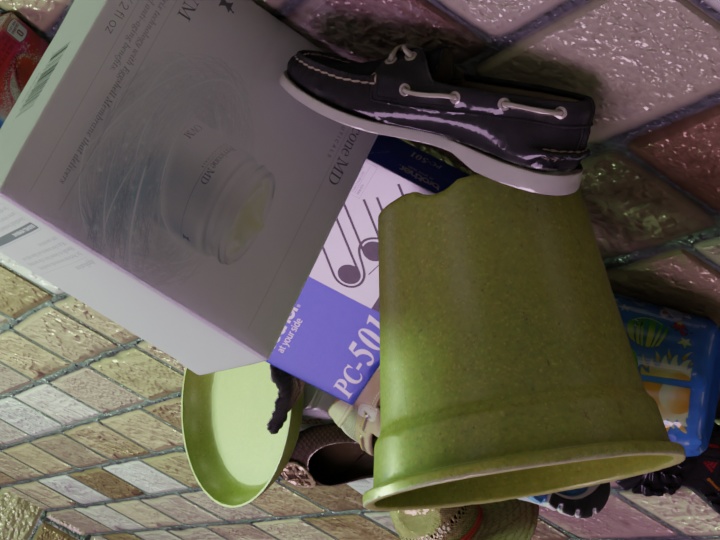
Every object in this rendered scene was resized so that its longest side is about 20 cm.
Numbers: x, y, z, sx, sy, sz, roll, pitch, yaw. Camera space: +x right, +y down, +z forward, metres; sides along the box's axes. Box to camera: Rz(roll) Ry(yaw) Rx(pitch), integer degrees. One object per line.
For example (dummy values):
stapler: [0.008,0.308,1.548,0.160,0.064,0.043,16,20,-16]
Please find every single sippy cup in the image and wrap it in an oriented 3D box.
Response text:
sippy cup: [0.188,0.076,1.216,0.130,0.178,0.140,7,119,18]

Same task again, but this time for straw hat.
straw hat: [0.077,0.254,1.741,0.201,0.201,0.085,-6,123,55]

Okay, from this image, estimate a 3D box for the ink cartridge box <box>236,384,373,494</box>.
ink cartridge box: [0.001,0.147,1.662,0.200,0.084,0.145,36,156,-28]

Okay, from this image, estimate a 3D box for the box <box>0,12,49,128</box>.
box: [-0.298,-0.084,1.274,0.100,0.200,0.095,0,146,50]

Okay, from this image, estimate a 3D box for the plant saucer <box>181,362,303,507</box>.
plant saucer: [-0.107,0.122,1.606,0.031,0.201,0.200,6,173,-34]

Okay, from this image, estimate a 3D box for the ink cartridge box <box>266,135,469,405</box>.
ink cartridge box: [0.000,0.000,1.207,0.094,0.044,0.200,27,127,-7]

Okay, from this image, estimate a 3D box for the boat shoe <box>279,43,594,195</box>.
boat shoe: [0.045,-0.105,1.022,0.200,0.060,0.074,23,-157,23]

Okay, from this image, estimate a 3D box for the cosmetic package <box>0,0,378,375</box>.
cosmetic package: [-0.118,-0.070,1.095,0.200,0.200,0.123,33,159,-21]

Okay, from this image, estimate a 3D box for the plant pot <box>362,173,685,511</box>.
plant pot: [0.088,0.042,1.062,0.200,0.185,0.200,-7,167,-2]

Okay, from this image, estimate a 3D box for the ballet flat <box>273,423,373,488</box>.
ballet flat: [0.005,0.170,1.553,0.200,0.046,0.067,-12,134,26]

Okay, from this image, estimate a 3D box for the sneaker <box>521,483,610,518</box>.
sneaker: [0.131,0.179,1.611,0.200,0.075,0.087,30,165,-10]

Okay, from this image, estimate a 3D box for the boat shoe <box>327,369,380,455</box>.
boat shoe: [0.025,0.105,1.420,0.065,0.072,0.200,53,156,10]

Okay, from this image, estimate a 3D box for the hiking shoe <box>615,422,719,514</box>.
hiking shoe: [0.269,0.137,1.357,0.200,0.076,0.101,18,-153,-31]

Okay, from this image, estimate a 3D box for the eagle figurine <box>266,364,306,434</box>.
eagle figurine: [-0.040,0.036,1.386,0.151,0.151,0.200,-7,134,32]
